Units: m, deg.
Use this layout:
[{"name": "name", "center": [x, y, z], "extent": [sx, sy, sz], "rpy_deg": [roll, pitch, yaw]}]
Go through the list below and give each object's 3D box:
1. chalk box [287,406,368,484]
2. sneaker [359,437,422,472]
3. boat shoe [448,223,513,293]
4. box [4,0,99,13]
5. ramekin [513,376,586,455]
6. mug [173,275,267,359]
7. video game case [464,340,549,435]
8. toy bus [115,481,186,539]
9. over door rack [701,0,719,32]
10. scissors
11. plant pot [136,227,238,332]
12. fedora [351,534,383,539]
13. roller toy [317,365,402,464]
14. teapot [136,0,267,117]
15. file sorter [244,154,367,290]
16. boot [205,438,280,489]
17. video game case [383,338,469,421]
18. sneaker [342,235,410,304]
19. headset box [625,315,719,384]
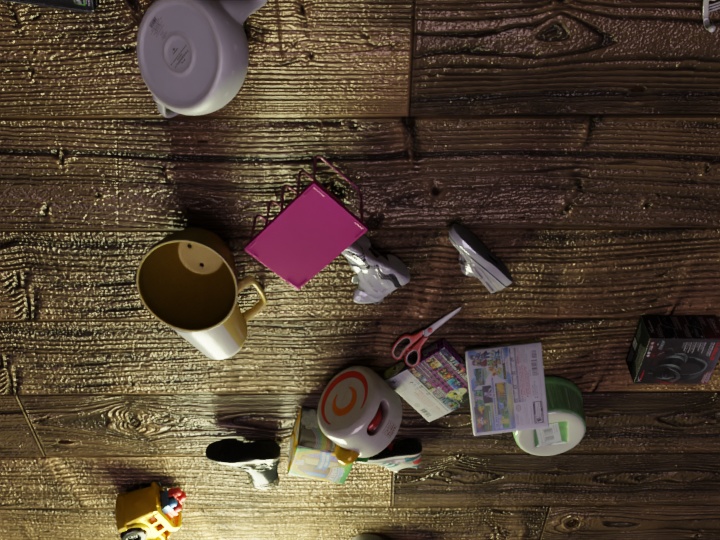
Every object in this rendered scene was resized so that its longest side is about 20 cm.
[{"name": "chalk box", "center": [-0.076, 0.449, 1.850], "extent": [0.195, 0.126, 0.126], "rpy_deg": [14, 129, -11]}, {"name": "sneaker", "center": [0.068, 0.502, 1.930], "extent": [0.194, 0.071, 0.095], "rpy_deg": [-4, 125, -1]}, {"name": "boat shoe", "center": [0.235, -0.016, 1.495], "extent": [0.065, 0.074, 0.199], "rpy_deg": [-37, 120, 23]}, {"name": "box", "center": [-0.500, -0.506, 1.095], "extent": [0.187, 0.048, 0.203], "rpy_deg": [5, 129, -8]}, {"name": "ramekin", "center": [0.461, 0.367, 1.800], "extent": [0.194, 0.099, 0.204], "rpy_deg": [0, 131, 0]}, {"name": "mug", "center": [-0.298, 0.109, 1.555], "extent": [0.181, 0.152, 0.155], "rpy_deg": [-9, 139, 16]}, {"name": "video game case", "center": [0.342, 0.276, 1.702], "extent": [0.177, 0.022, 0.206], "rpy_deg": [-7, 96, 4]}, {"name": "toy bus", "center": [-0.573, 0.696, 2.066], "extent": [0.188, 0.137, 0.203], "rpy_deg": [-24, 131, -1]}, {"name": "over door rack", "center": [0.598, -0.480, 1.111], "extent": [0.144, 0.068, 0.202], "rpy_deg": [-16, 129, 12]}, {"name": "scissors", "center": [0.146, 0.138, 1.658], "extent": [0.073, 0.014, 0.202], "rpy_deg": [38, 113, 4]}, {"name": "plant pot", "center": [-0.328, -0.004, 1.445], "extent": [0.194, 0.143, 0.205], "rpy_deg": [1, 120, 1]}, {"name": "fedora", "center": [0.035, 0.877, 2.232], "extent": [0.195, 0.091, 0.180], "rpy_deg": [16, 127, -5]}, {"name": "roller toy", "center": [0.002, 0.336, 1.709], "extent": [0.180, 0.203, 0.140], "rpy_deg": [-29, 130, 21]}, {"name": "teapot", "center": [-0.254, -0.347, 1.174], "extent": [0.195, 0.146, 0.203], "rpy_deg": [6, 107, 22]}, {"name": "file sorter", "center": [-0.102, -0.096, 1.390], "extent": [0.138, 0.127, 0.199], "rpy_deg": [37, 120, -26]}, {"name": "boot", "center": [-0.309, 0.524, 1.946], "extent": [0.197, 0.075, 0.156], "rpy_deg": [1, 133, -2]}, {"name": "video game case", "center": [0.182, 0.270, 1.758], "extent": [0.179, 0.036, 0.200], "rpy_deg": [-32, 123, 23]}, {"name": "sneaker", "center": [0.000, 0.000, 1.504], "extent": [0.197, 0.076, 0.115], "rpy_deg": [30, 121, -27]}, {"name": "headset box", "center": [0.728, 0.182, 1.663], "extent": [0.194, 0.078, 0.152], "rpy_deg": [2, 130, 0]}]
